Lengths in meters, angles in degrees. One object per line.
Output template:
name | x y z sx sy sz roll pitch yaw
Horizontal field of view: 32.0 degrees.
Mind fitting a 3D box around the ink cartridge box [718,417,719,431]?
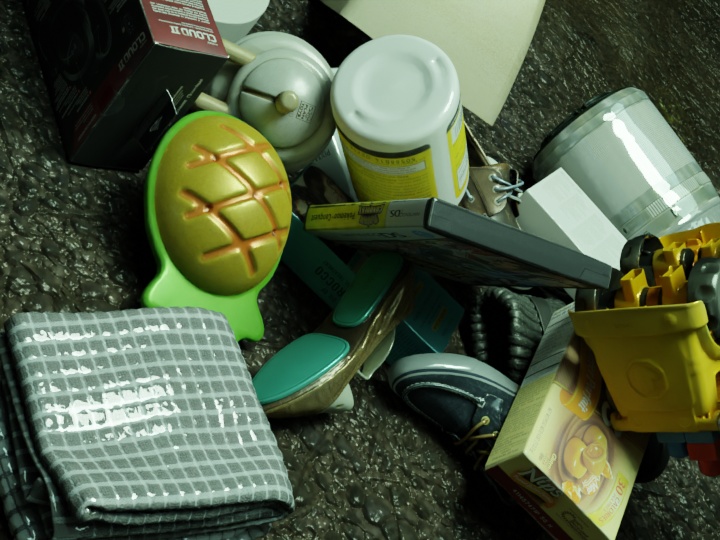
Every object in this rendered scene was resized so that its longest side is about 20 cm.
ink cartridge box | 0.373 0.077 1.050 0.202 0.075 0.137 -64 149 -19

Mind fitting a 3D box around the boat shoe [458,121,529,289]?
boat shoe | 0.118 -0.073 1.223 0.072 0.072 0.201 -8 57 -53

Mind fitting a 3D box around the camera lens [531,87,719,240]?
camera lens | 0.305 -0.094 1.435 0.159 0.160 0.201 -21 73 -52

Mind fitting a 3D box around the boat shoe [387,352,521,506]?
boat shoe | 0.111 0.143 1.100 0.198 0.071 0.092 23 49 -25

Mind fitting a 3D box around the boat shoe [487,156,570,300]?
boat shoe | 0.166 -0.034 1.323 0.200 0.071 0.064 45 35 9

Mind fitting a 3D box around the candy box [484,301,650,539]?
candy box | 0.194 0.131 1.097 0.115 0.055 0.201 45 46 -14

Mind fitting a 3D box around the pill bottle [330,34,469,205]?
pill bottle | 0.041 -0.106 1.116 0.201 0.110 0.112 73 -2 -61

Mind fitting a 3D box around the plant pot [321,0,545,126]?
plant pot | 0.090 -0.298 1.326 0.198 0.178 0.200 32 10 -19

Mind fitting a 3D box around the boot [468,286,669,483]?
boot | 0.197 0.112 1.207 0.157 0.079 0.213 5 49 -46

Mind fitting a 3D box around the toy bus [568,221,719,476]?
toy bus | 0.293 0.069 1.094 0.199 0.134 0.194 -33 109 -46

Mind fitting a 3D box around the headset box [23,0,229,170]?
headset box | -0.195 -0.193 1.029 0.077 0.149 0.202 3 54 -42

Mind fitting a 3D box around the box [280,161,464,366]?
box | 0.000 0.000 1.134 0.200 0.049 0.082 44 36 -6

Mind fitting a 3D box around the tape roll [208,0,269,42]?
tape roll | -0.180 -0.312 1.247 0.201 0.037 0.205 28 40 -26

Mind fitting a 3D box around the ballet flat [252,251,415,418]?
ballet flat | -0.015 0.070 1.032 0.200 0.067 0.073 -49 131 -34

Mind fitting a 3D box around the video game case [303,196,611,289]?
video game case | 0.079 -0.019 1.055 0.198 0.180 0.026 18 80 -33

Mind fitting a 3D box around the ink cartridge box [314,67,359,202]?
ink cartridge box | 0.015 -0.107 1.268 0.162 0.057 0.203 -13 88 -50

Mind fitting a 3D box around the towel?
towel | -0.151 0.109 0.853 0.198 0.086 0.167 2 55 -44

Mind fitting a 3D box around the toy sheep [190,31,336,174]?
toy sheep | -0.081 -0.148 1.110 0.137 0.139 0.200 37 4 -14

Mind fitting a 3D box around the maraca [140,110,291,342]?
maraca | -0.116 -0.030 1.004 0.136 0.106 0.203 18 70 -33

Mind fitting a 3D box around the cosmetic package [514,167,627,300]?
cosmetic package | 0.236 -0.004 1.258 0.201 0.051 0.082 50 41 9
